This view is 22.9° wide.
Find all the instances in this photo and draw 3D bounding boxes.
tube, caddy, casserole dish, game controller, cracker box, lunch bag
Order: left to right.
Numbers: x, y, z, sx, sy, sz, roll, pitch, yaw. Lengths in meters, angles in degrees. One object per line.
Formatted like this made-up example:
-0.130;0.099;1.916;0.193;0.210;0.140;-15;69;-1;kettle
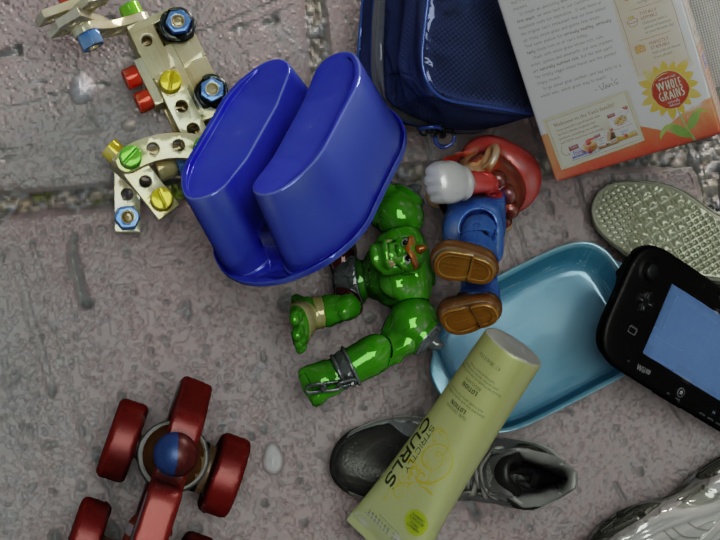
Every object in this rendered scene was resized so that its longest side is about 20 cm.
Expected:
-0.047;-0.076;1.371;0.105;0.141;0.200;60;42;-38;caddy
0.065;0.139;1.363;0.052;0.058;0.200;28;106;-16;tube
0.077;-0.199;1.445;0.135;0.132;0.201;9;84;-28;lunch bag
0.146;0.057;1.468;0.199;0.039;0.121;-26;81;-13;casserole dish
0.185;-0.184;1.352;0.133;0.058;0.201;-15;102;17;cracker box
0.274;0.061;1.461;0.200;0.042;0.105;30;71;-31;game controller

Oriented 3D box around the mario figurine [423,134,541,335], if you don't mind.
0.078;-0.037;1.418;0.106;0.200;0.124;29;125;-9;mario figurine

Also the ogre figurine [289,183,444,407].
0.000;0.000;1.432;0.119;0.098;0.201;-8;53;2;ogre figurine

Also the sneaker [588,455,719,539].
0.269;0.229;1.464;0.199;0.078;0.100;-26;93;-10;sneaker

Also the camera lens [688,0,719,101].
0.262;-0.226;1.441;0.159;0.160;0.201;-22;108;-11;camera lens

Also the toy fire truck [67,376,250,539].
-0.152;0.179;1.348;0.112;0.168;0.201;20;82;-7;toy fire truck

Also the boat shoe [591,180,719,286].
0.290;-0.022;1.500;0.199;0.062;0.075;17;87;8;boat shoe

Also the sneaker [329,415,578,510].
0.080;0.155;1.417;0.199;0.115;0.075;3;85;-10;sneaker

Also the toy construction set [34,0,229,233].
-0.176;-0.141;1.420;0.131;0.092;0.201;-26;100;-11;toy construction set
